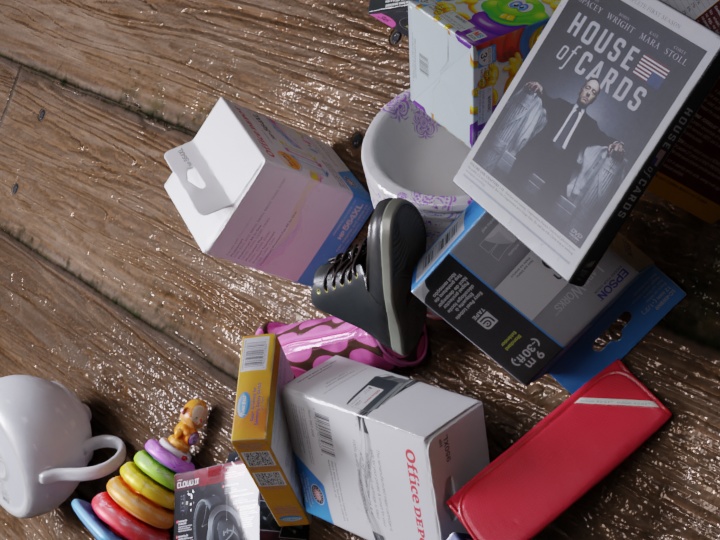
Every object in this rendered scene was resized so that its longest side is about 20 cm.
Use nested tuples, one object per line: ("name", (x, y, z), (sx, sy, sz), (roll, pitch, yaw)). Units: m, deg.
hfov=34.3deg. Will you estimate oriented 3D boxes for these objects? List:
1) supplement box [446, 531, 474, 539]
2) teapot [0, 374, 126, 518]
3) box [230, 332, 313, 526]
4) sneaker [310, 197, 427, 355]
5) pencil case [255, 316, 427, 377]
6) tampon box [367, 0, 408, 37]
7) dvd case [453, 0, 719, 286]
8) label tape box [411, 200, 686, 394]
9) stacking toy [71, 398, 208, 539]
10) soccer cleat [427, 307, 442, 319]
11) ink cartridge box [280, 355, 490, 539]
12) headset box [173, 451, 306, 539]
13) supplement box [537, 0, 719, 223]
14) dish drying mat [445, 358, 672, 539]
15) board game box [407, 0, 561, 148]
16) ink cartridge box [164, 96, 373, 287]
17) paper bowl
("supplement box", (0.130, 0.336, 0.985), (0.110, 0.108, 0.201), (-52, 48, 19))
("teapot", (-0.417, 0.219, 1.540), (0.202, 0.145, 0.197), (57, 142, 11))
("box", (-0.082, 0.171, 1.185), (0.041, 0.201, 0.121), (-5, 51, 9))
("sneaker", (0.000, 0.000, 1.066), (0.105, 0.202, 0.075), (20, 56, 18))
("pencil case", (-0.028, 0.078, 1.231), (0.198, 0.093, 0.092), (-17, 56, 38))
("tampon box", (0.113, -0.334, 1.184), (0.125, 0.149, 0.204), (4, 79, 44))
("dvd case", (0.168, -0.113, 0.873), (0.150, 0.025, 0.202), (45, 112, 42))
("label tape box", (0.163, 0.018, 0.997), (0.144, 0.199, 0.066), (-48, 8, 22))
("stacking toy", (-0.239, 0.244, 1.397), (0.109, 0.116, 0.202), (28, 83, 44))
("soccer cleat", (0.056, -0.039, 1.199), (0.066, 0.076, 0.202), (-38, 54, 29))
("ink cartridge box", (0.027, 0.180, 1.110), (0.198, 0.084, 0.147), (13, 121, 45))
("headset box", (-0.133, 0.297, 1.277), (0.147, 0.077, 0.204), (-19, 64, 39))
("supplement box", (0.290, -0.168, 0.926), (0.199, 0.196, 0.134), (-39, 54, 30))
("dish drying mat", (0.170, 0.163, 1.004), (0.199, 0.018, 0.077), (-39, 55, -4))
("board game box", (0.153, -0.208, 1.059), (0.103, 0.198, 0.106), (44, 150, 42))
("ink cartridge box", (-0.108, -0.086, 1.285), (0.126, 0.198, 0.129), (-53, 48, 17))
("paper bowl", (0.106, -0.092, 1.111), (0.197, 0.105, 0.203), (-9, 42, 8))
